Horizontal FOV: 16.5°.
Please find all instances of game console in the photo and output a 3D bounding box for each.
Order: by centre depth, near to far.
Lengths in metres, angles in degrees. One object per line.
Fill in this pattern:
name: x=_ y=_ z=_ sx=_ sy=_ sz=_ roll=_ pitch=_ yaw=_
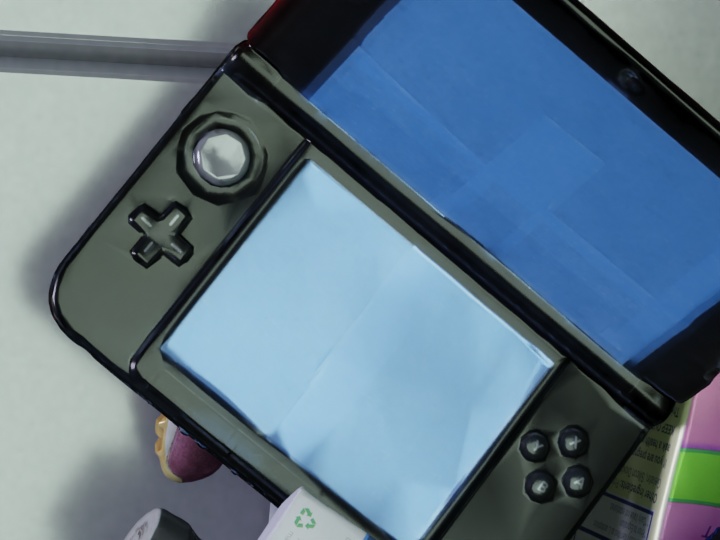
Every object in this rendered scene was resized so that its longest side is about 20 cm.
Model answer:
game console: x=0.026 y=0.004 z=0.819 sx=0.200 sy=0.119 sz=0.173 roll=40 pitch=77 yaw=-7

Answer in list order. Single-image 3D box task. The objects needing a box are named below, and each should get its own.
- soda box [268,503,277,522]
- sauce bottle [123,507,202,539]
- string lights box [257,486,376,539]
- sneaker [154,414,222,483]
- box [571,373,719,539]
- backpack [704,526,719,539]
soda box: x=-0.003 y=0.155 z=0.914 sx=0.063 sy=0.068 sz=0.201 roll=5 pitch=91 yaw=-14
sauce bottle: x=0.002 y=0.150 z=0.847 sx=0.200 sy=0.066 sz=0.066 roll=37 pitch=85 yaw=-13
string lights box: x=0.032 y=0.168 z=0.781 sx=0.200 sy=0.059 sz=0.103 roll=35 pitch=78 yaw=-1
sneaker: x=0.000 y=0.000 z=0.907 sx=0.090 sy=0.075 sz=0.201 roll=30 pitch=87 yaw=-5
box: x=0.181 y=0.092 z=0.936 sx=0.175 sy=0.097 sz=0.201 roll=15 pitch=89 yaw=-12
backpack: x=0.208 y=0.113 z=0.818 sx=0.200 sy=0.162 sz=0.168 roll=-51 pitch=121 yaw=-14
